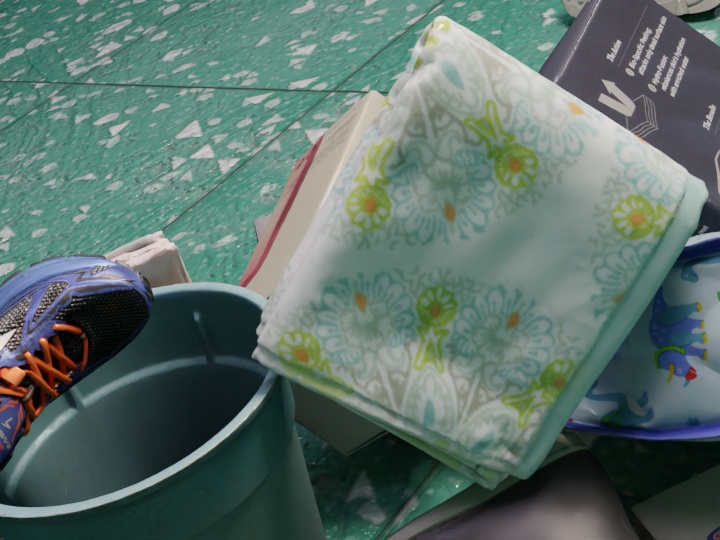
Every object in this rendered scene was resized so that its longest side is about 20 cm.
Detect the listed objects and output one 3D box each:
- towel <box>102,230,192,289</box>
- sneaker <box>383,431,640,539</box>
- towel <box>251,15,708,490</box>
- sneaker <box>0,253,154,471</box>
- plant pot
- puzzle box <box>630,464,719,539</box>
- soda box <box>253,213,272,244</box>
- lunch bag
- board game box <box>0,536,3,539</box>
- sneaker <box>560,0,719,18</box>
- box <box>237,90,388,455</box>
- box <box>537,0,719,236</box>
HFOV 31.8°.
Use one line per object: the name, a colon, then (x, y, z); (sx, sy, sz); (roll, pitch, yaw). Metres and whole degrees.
towel: (-0.189, 0.079, 0.840); (0.198, 0.192, 0.032); (-24, 47, -10)
sneaker: (0.068, 0.187, 0.700); (0.199, 0.075, 0.107); (-37, 59, 3)
towel: (0.060, -0.001, 0.653); (0.201, 0.170, 0.048); (-59, 16, 11)
sneaker: (-0.191, 0.067, 0.663); (0.199, 0.076, 0.078); (-36, 41, -12)
plant pot: (-0.107, 0.144, 0.742); (0.198, 0.198, 0.201); (-15, 30, 9)
puzzle box: (0.268, 0.138, 0.708); (0.198, 0.026, 0.133); (-23, 30, -7)
soda box: (0.011, -0.036, 1.106); (0.198, 0.069, 0.064); (-20, 29, 0)
lunch bag: (0.176, 0.045, 0.766); (0.198, 0.129, 0.169); (-16, -10, 33)
board game box: (-0.260, 0.199, 0.907); (0.198, 0.035, 0.135); (-24, 30, -9)
sneaker: (0.317, -0.313, 1.399); (0.198, 0.077, 0.080); (6, 26, 30)
box: (0.000, 0.000, 0.868); (0.109, 0.127, 0.201); (-37, 22, 44)
box: (0.210, -0.082, 0.915); (0.118, 0.199, 0.197); (-54, 2, 42)
